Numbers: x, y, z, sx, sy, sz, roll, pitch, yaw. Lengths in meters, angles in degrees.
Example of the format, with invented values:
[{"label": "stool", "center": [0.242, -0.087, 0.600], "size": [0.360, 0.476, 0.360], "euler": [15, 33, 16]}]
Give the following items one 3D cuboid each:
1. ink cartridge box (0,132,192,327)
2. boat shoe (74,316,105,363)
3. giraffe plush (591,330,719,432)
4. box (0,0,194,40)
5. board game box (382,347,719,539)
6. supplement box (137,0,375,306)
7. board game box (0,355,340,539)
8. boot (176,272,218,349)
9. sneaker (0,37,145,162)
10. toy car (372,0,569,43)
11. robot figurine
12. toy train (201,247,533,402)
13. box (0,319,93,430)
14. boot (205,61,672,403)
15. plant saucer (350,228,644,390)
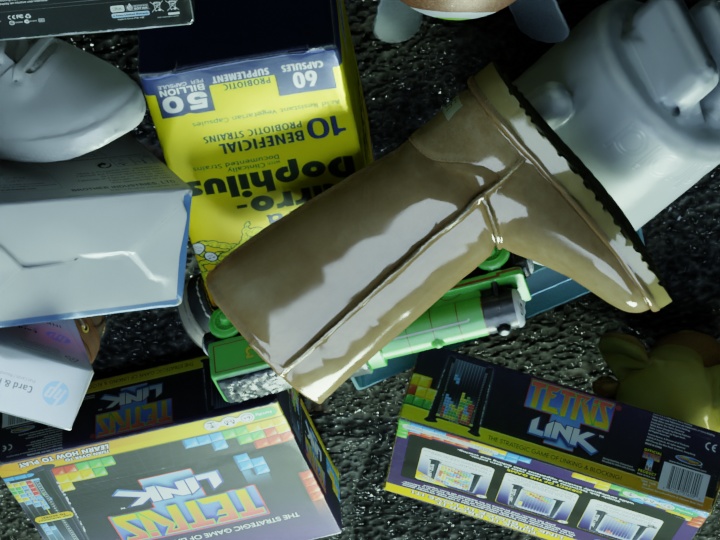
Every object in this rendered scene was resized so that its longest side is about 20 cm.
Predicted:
[{"label": "ink cartridge box", "center": [-0.197, -0.048, 1.348], "size": [0.136, 0.200, 0.077], "euler": [-6, 120, -31]}, {"label": "boat shoe", "center": [-0.231, 0.000, 1.492], "size": [0.072, 0.068, 0.200], "euler": [-31, 134, 28]}, {"label": "giraffe plush", "center": [0.242, 0.095, 1.608], "size": [0.162, 0.173, 0.200], "euler": [5, -173, 26]}, {"label": "box", "center": [-0.188, -0.184, 1.191], "size": [0.199, 0.044, 0.161], "euler": [-5, 137, 2]}, {"label": "board game box", "center": [0.120, 0.122, 1.543], "size": [0.199, 0.057, 0.165], "euler": [17, 161, 3]}, {"label": "supplement box", "center": [-0.054, -0.088, 1.375], "size": [0.108, 0.110, 0.200], "euler": [-9, 141, 4]}, {"label": "board game box", "center": [-0.130, 0.136, 1.667], "size": [0.199, 0.057, 0.166], "euler": [-13, 139, 9]}, {"label": "boot", "center": [0.000, 0.000, 1.496], "size": [0.200, 0.073, 0.151], "euler": [10, 142, -38]}, {"label": "sneaker", "center": [-0.205, -0.121, 1.293], "size": [0.199, 0.075, 0.089], "euler": [18, 133, 27]}, {"label": "toy car", "center": [0.054, -0.169, 1.273], "size": [0.164, 0.158, 0.200], "euler": [4, 153, 5]}, {"label": "robot figurine", "center": [0.137, -0.077, 1.407], "size": [0.169, 0.113, 0.200], "euler": [6, 143, -43]}, {"label": "toy train", "center": [0.005, 0.031, 1.397], "size": [0.199, 0.057, 0.042], "euler": [-14, 143, 9]}, {"label": "box", "center": [-0.239, 0.016, 1.353], "size": [0.155, 0.200, 0.041], "euler": [17, 103, -20]}, {"label": "boot", "center": [0.045, 0.005, 1.339], "size": [0.200, 0.066, 0.175], "euler": [-39, 98, 12]}, {"label": "plant saucer", "center": [0.081, 0.018, 1.498], "size": [0.199, 0.019, 0.070], "euler": [-22, 157, 2]}]
